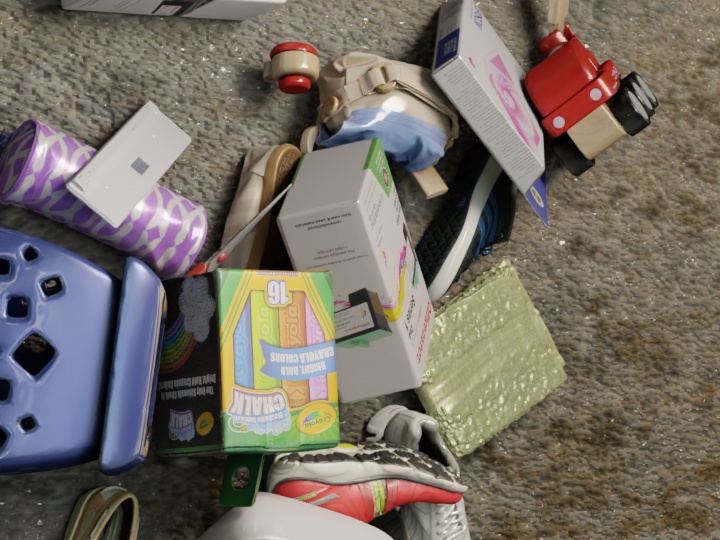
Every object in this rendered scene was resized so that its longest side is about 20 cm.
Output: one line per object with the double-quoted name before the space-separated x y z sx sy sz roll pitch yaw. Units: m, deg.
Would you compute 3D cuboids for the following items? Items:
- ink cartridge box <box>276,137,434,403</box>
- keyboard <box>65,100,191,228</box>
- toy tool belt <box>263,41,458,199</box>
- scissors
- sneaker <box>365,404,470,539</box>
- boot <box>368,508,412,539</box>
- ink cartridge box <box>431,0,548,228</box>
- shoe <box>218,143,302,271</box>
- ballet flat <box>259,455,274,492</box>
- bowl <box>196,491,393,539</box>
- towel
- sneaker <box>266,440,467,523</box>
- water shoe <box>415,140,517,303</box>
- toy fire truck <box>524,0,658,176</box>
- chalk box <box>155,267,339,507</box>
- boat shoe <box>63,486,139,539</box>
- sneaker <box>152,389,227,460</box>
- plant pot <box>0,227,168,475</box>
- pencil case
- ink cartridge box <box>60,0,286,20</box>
"ink cartridge box" 0.000 0.000 1.688 0.145 0.083 0.201 -74 149 -61
"keyboard" -0.203 -0.097 1.608 0.056 0.011 0.200 45 29 -9
"toy tool belt" 0.002 -0.142 1.749 0.199 0.125 0.124 10 71 -30
"scissors" -0.138 -0.005 1.633 0.200 0.014 0.073 -50 154 16
"sneaker" 0.070 0.229 1.780 0.075 0.081 0.201 -28 101 -33
"boot" 0.042 0.320 1.751 0.073 0.204 0.154 -30 145 -4
"ink cartridge box" 0.146 -0.166 1.820 0.200 0.043 0.197 50 20 -19
"shoe" -0.101 -0.023 1.718 0.070 0.053 0.201 27 72 -61
"ballet flat" -0.061 0.161 1.716 0.067 0.068 0.201 8 91 -36
"bowl" -0.074 0.276 1.634 0.199 0.200 0.075 20 42 -28
"towel" 0.124 0.092 1.843 0.200 0.036 0.149 -35 100 -39
"sneaker" 0.003 0.208 1.686 0.199 0.077 0.085 6 104 -23
"water shoe" 0.121 -0.041 1.843 0.079 0.071 0.201 37 68 -26
"toy fire truck" 0.222 -0.224 1.871 0.200 0.128 0.176 52 19 -3
"chalk box" -0.100 0.104 1.575 0.123 0.125 0.201 1 84 -34
"boat shoe" -0.239 0.287 1.578 0.071 0.076 0.201 17 76 -30
"sneaker" -0.169 0.106 1.655 0.199 0.075 0.088 26 56 -30
"plant pot" -0.256 0.076 1.486 0.179 0.200 0.201 8 82 -5
"pencil case" -0.234 -0.059 1.615 0.199 0.084 0.086 27 103 -26
"ink cartridge box" -0.175 -0.316 1.675 0.199 0.084 0.146 -2 86 -33
